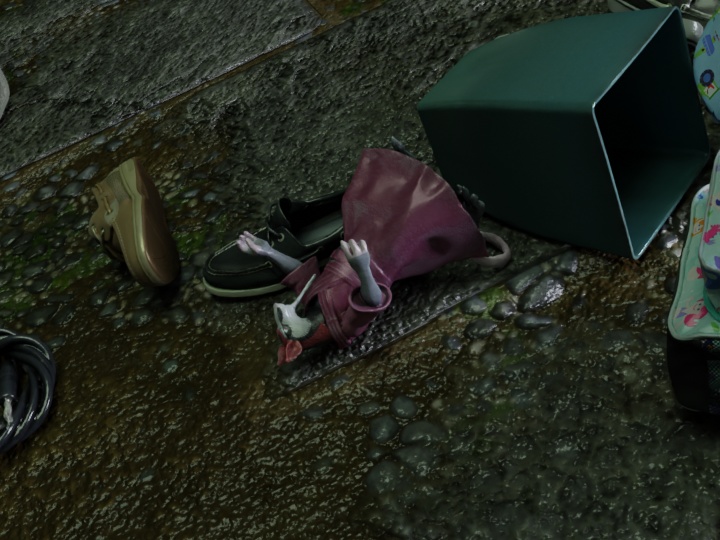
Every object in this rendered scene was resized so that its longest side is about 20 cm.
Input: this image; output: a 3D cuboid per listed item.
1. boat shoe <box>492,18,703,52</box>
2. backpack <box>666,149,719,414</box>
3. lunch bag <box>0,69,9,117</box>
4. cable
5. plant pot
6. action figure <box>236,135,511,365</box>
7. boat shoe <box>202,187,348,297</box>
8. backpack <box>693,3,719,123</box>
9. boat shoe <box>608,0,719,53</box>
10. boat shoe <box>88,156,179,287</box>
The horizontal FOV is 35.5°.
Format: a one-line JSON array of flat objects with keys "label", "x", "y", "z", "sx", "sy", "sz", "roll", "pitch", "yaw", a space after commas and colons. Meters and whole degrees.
[{"label": "boat shoe", "x": 0.217, "y": -0.190, "z": 1.043, "sx": 0.197, "sy": 0.070, "sz": 0.065, "roll": -3, "pitch": 81, "yaw": 27}, {"label": "backpack", "x": 0.304, "y": 0.006, "z": 0.714, "sx": 0.197, "sy": 0.152, "sz": 0.179, "roll": 6, "pitch": 44, "yaw": 22}, {"label": "lunch bag", "x": -0.504, "y": -0.254, "z": 1.343, "sx": 0.117, "sy": 0.165, "sz": 0.200, "roll": -31, "pitch": 40, "yaw": -12}, {"label": "cable", "x": -0.354, "y": 0.104, "z": 0.952, "sx": 0.198, "sy": 0.051, "sz": 0.164, "roll": 13, "pitch": 49, "yaw": 35}, {"label": "plant pot", "x": 0.156, "y": -0.118, "z": 0.927, "sx": 0.198, "sy": 0.142, "sz": 0.142, "roll": 10, "pitch": 46, "yaw": 42}, {"label": "action figure", "x": 0.000, "y": 0.000, "z": 0.900, "sx": 0.201, "sy": 0.149, "sz": 0.133, "roll": -52, "pitch": 40, "yaw": -8}, {"label": "boat shoe", "x": -0.050, "y": -0.035, "z": 0.969, "sx": 0.196, "sy": 0.067, "sz": 0.075, "roll": -13, "pitch": 39, "yaw": 9}, {"label": "backpack", "x": 0.364, "y": -0.179, "z": 0.872, "sx": 0.182, "sy": 0.135, "sz": 0.201, "roll": 37, "pitch": 66, "yaw": 2}, {"label": "boat shoe", "x": 0.305, "y": -0.261, "z": 1.070, "sx": 0.070, "sy": 0.064, "sz": 0.200, "roll": -34, "pitch": 41, "yaw": -17}, {"label": "boat shoe", "x": -0.215, "y": -0.036, "z": 1.047, "sx": 0.064, "sy": 0.072, "sz": 0.201, "roll": -28, "pitch": 31, "yaw": 0}]
